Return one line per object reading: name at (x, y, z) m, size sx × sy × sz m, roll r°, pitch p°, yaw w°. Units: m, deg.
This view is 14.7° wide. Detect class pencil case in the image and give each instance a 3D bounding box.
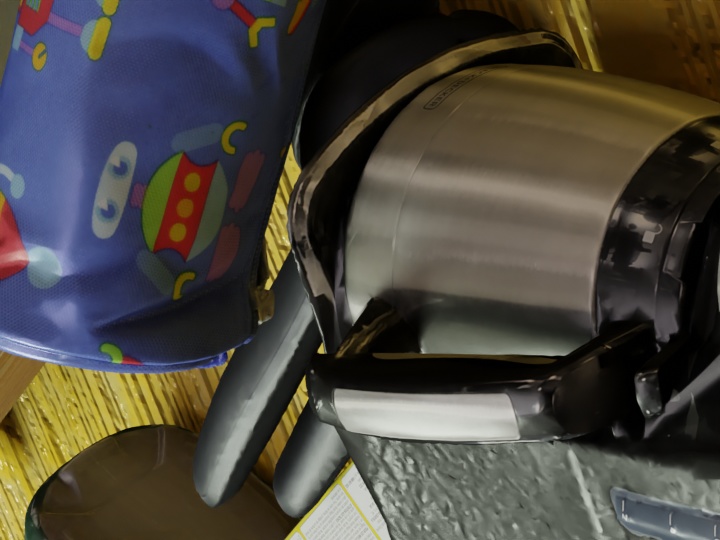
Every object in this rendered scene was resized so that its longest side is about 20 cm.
pencil case at (-0.045, -0.066, 0.732) m, size 0.078 × 0.087 × 0.200 m, roll -132°, pitch 57°, yaw -71°

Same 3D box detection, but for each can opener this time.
can opener at (0.000, 0.000, 0.807) m, size 0.079 × 0.063 × 0.200 m, roll -93°, pitch 17°, yaw -51°

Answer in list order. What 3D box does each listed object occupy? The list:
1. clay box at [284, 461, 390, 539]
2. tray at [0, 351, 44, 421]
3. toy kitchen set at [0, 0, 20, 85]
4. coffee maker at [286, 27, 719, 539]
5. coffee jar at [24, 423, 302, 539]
clay box at (0.061, 0.140, 0.869) m, size 0.200 × 0.048 × 0.115 m, roll 51°, pitch 147°, yaw 9°
tray at (-0.193, 0.053, 1.028) m, size 0.099 × 0.200 × 0.037 m, roll 42°, pitch -172°, yaw 24°
toy kitchen set at (-0.151, -0.158, 0.770) m, size 0.200 × 0.180 × 0.163 m, roll 41°, pitch 144°, yaw 16°
coffee maker at (0.105, 0.036, 0.668) m, size 0.200 × 0.135 × 0.192 m, roll 11°, pitch 149°, yaw 51°
coffee jar at (-0.072, 0.156, 1.030) m, size 0.104 × 0.085 × 0.200 m, roll 38°, pitch 143°, yaw 25°
